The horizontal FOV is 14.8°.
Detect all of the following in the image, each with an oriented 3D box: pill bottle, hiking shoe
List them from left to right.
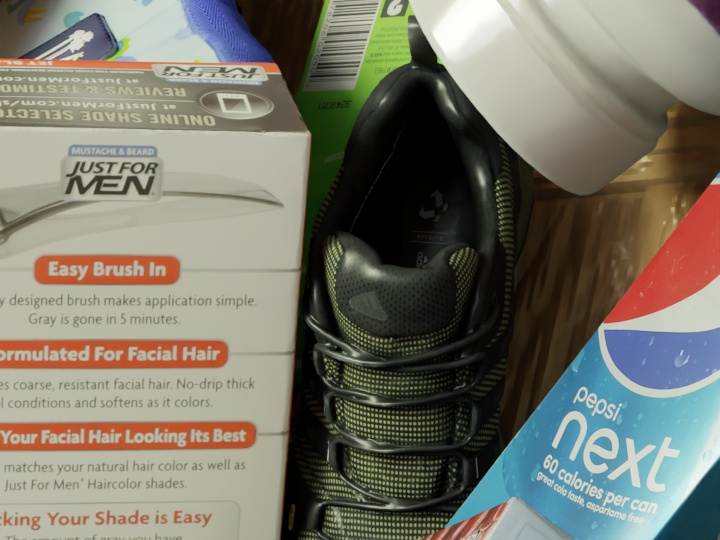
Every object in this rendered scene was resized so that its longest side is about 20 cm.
[{"bbox_3d":[0.006,0.032,0.784,0.076,0.101,0.200,-1,73,13],"label":"hiking shoe"},{"bbox_3d":[0.111,-0.112,0.742,0.200,0.112,0.112,-39,45,17],"label":"pill bottle"}]

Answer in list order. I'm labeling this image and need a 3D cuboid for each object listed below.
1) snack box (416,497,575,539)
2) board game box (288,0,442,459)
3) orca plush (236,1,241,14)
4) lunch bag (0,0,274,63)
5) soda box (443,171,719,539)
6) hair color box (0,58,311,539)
[{"bbox_3d":[-0.012,0.147,0.639,0.169,0.068,0.200,-54,3,-16],"label":"snack box"},{"bbox_3d":[0.000,0.000,0.887,0.095,0.030,0.200,2,69,49],"label":"board game box"},{"bbox_3d":[-0.113,-0.076,1.046,0.200,0.071,0.105,-31,94,39],"label":"orca plush"},{"bbox_3d":[-0.096,-0.009,0.897,0.200,0.127,0.170,-57,29,15],"label":"lunch bag"},{"bbox_3d":[0.113,0.020,0.718,0.200,0.068,0.064,-54,40,13],"label":"soda box"},{"bbox_3d":[-0.078,0.043,0.793,0.064,0.111,0.200,-114,27,-64],"label":"hair color box"}]
